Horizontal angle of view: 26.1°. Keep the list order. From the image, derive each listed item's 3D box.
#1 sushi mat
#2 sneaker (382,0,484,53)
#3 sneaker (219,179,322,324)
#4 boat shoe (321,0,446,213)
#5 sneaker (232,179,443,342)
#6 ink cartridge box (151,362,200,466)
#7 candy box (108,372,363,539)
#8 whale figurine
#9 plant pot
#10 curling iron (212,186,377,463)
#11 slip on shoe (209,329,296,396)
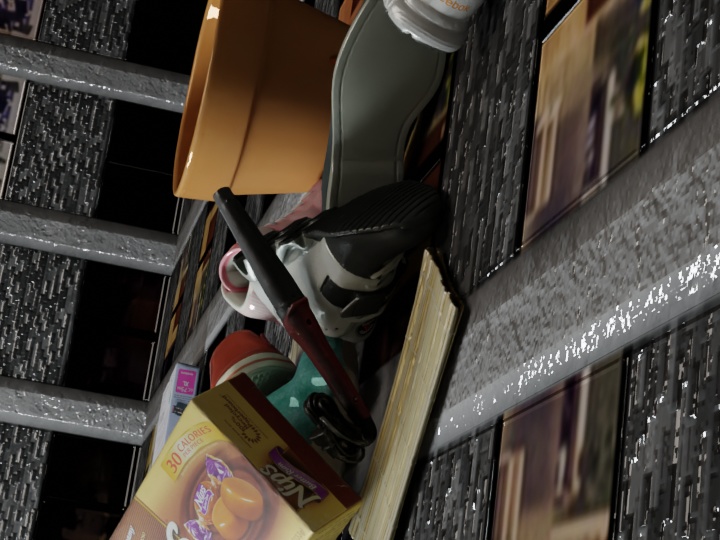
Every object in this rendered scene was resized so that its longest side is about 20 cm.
[{"bbox_3d":[0.025,0.093,0.929,0.096,0.012,0.200,-110,34,-68],"label":"sushi mat"},{"bbox_3d":[0.057,-0.222,0.981,0.080,0.074,0.200,-52,29,35],"label":"sneaker"},{"bbox_3d":[-0.056,-0.021,1.215,0.200,0.104,0.075,-95,18,-58],"label":"sneaker"},{"bbox_3d":[0.009,-0.115,1.064,0.062,0.073,0.200,-107,25,-60],"label":"boat shoe"},{"bbox_3d":[0.000,0.000,1.025,0.200,0.074,0.089,-17,104,56],"label":"sneaker"},{"bbox_3d":[-0.260,0.241,2.135,0.119,0.042,0.200,122,159,-60],"label":"ink cartridge box"},{"bbox_3d":[-0.093,0.176,1.014,0.056,0.117,0.200,-24,-25,-50],"label":"candy box"},{"bbox_3d":[-0.065,0.132,1.096,0.159,0.104,0.200,-91,21,-64],"label":"whale figurine"},{"bbox_3d":[-0.072,-0.149,1.324,0.200,0.140,0.201,-169,90,-79],"label":"plant pot"},{"bbox_3d":[-0.044,0.032,1.001,0.026,0.050,0.200,-33,76,30],"label":"curling iron"},{"bbox_3d":[-0.089,0.078,1.185,0.074,0.061,0.200,-36,-3,-2],"label":"slip on shoe"}]
